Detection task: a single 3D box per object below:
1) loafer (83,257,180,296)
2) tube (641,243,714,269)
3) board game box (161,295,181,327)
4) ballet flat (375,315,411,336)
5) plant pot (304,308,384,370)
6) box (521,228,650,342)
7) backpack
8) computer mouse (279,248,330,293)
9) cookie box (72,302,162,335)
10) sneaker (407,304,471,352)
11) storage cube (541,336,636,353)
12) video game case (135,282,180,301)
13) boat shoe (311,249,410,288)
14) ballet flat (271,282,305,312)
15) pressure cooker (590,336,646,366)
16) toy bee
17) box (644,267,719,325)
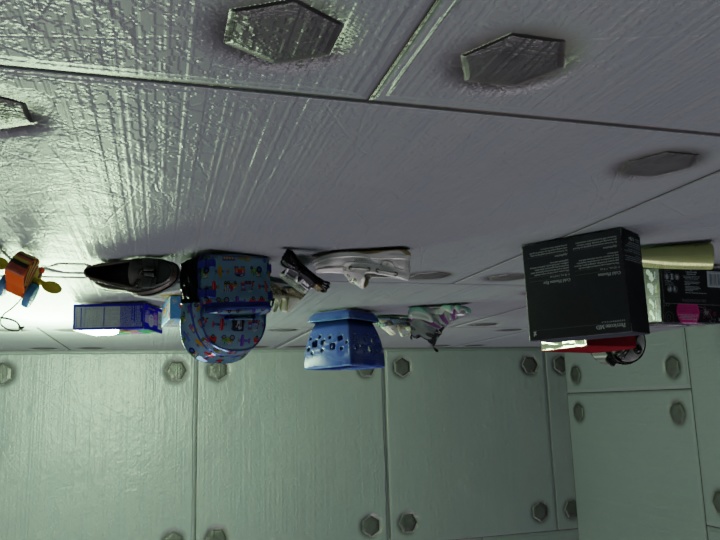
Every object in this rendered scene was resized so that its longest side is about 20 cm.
[{"bbox_3d":[-0.446,0.011,1.354,0.197,0.073,0.063,-4,164,21],"label":"loafer"},{"bbox_3d":[0.593,-0.027,1.391,0.197,0.052,0.059,-2,129,18],"label":"tube"},{"bbox_3d":[-0.399,0.109,1.786,0.193,0.057,0.200,3,169,-22],"label":"board game box"},{"bbox_3d":[0.129,0.192,2.400,0.197,0.076,0.074,4,168,-27],"label":"ballet flat"},{"bbox_3d":[-0.052,0.222,2.224,0.198,0.183,0.199,-9,168,34],"label":"plant pot"},{"bbox_3d":[0.417,0.035,1.306,0.198,0.185,0.103,-10,167,39],"label":"box"},{"bbox_3d":[-0.261,0.077,1.369,0.181,0.204,0.134,8,166,-38],"label":"backpack"},{"bbox_3d":[-0.120,0.006,1.399,0.109,0.044,0.200,36,169,-9],"label":"computer mouse"},{"bbox_3d":[-0.677,0.138,1.963,0.196,0.077,0.171,-1,170,1],"label":"cookie box"},{"bbox_3d":[0.245,0.180,2.151,0.197,0.142,0.078,-5,169,20],"label":"sneaker"},{"bbox_3d":[0.593,0.127,1.851,0.177,0.174,0.199,5,168,-29],"label":"storage cube"},{"bbox_3d":[-0.420,0.057,1.718,0.197,0.023,0.181,-8,168,27],"label":"video game case"},{"bbox_3d":[0.000,0.000,1.356,0.197,0.071,0.071,-4,173,16],"label":"boat shoe"},{"bbox_3d":[-0.196,0.061,1.635,0.067,0.077,0.199,-12,166,39],"label":"ballet flat"},{"bbox_3d":[0.990,0.272,2.677,0.176,0.179,0.200,-3,173,-11],"label":"pressure cooker"},{"bbox_3d":[-0.636,0.014,1.313,0.199,0.110,0.131,-26,125,37],"label":"toy bee"},{"bbox_3d":[0.735,0.060,1.627,0.197,0.135,0.115,2,172,-20],"label":"box"}]
